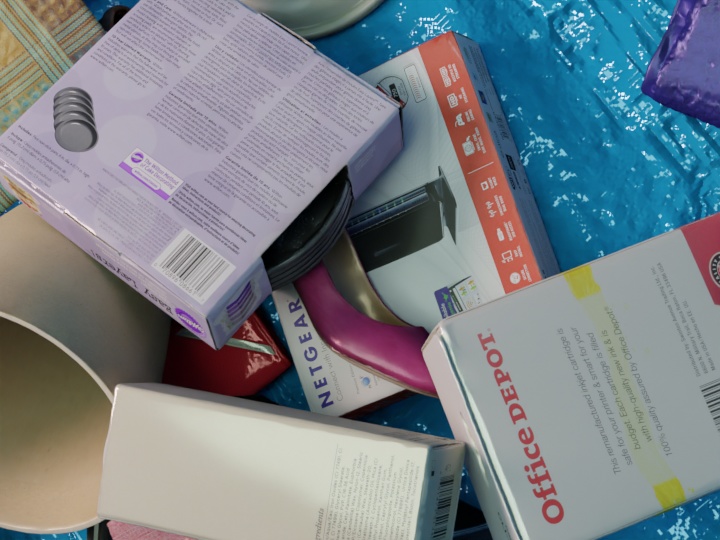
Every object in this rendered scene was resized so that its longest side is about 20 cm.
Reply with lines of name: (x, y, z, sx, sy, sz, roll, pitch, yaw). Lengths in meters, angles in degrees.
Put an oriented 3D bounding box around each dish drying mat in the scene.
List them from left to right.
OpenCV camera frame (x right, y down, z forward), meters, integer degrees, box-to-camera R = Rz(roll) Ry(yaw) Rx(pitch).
dish drying mat: (-0.144, 0.091, 1.272, 0.199, 0.018, 0.077, -36, 77, 8)

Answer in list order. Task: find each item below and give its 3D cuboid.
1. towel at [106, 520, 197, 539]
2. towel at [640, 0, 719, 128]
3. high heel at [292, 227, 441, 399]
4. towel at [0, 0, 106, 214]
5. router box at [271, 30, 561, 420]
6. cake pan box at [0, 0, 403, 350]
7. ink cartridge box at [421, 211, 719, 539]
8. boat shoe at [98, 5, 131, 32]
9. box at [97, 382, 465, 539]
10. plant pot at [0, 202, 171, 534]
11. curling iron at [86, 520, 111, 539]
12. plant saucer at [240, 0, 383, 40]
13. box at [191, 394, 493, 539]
towel: (-0.062, 0.214, 1.121, 0.143, 0.023, 0.202, -28, 77, 21)
towel: (0.280, -0.134, 1.099, 0.199, 0.049, 0.149, 28, 106, 22)
high heel: (0.000, 0.000, 1.152, 0.199, 0.067, 0.097, 31, 98, 19)
towel: (-0.256, -0.112, 1.216, 0.199, 0.022, 0.147, -37, 97, -1)
router box: (0.024, -0.024, 1.204, 0.178, 0.049, 0.202, -24, 79, 21)
cake pan box: (-0.097, -0.074, 1.149, 0.199, 0.052, 0.185, 34, 71, 21)
ink cartridge box: (0.151, 0.069, 1.077, 0.198, 0.083, 0.146, -20, 80, -10)
boat shoe: (-0.134, -0.094, 1.249, 0.070, 0.070, 0.201, -51, 60, 27)
box: (-0.046, 0.119, 1.067, 0.198, 0.068, 0.083, 11, 92, 21)
plant pot: (-0.197, 0.031, 1.211, 0.185, 0.201, 0.189, 10, 131, 12)
curling iron: (-0.187, 0.131, 1.304, 0.049, 0.026, 0.202, -6, 84, 17)
plant saucer: (-0.050, -0.256, 1.246, 0.198, 0.050, 0.202, -1, 88, 24)
box: (-0.046, 0.209, 1.189, 0.195, 0.117, 0.202, 26, 97, 22)
